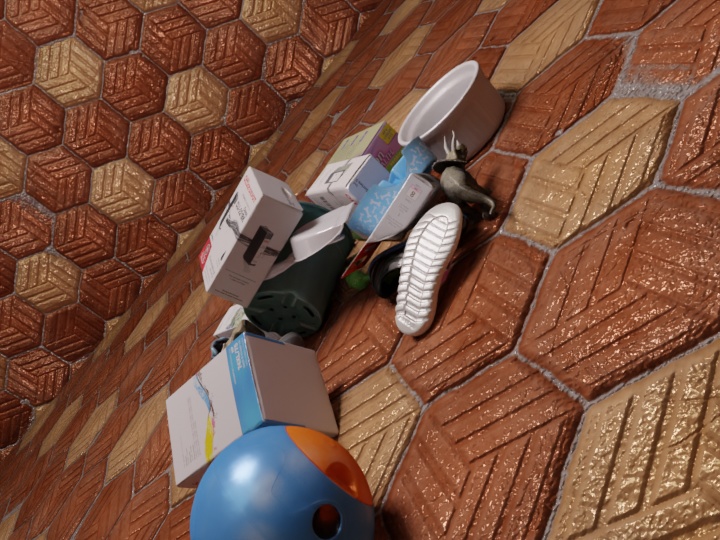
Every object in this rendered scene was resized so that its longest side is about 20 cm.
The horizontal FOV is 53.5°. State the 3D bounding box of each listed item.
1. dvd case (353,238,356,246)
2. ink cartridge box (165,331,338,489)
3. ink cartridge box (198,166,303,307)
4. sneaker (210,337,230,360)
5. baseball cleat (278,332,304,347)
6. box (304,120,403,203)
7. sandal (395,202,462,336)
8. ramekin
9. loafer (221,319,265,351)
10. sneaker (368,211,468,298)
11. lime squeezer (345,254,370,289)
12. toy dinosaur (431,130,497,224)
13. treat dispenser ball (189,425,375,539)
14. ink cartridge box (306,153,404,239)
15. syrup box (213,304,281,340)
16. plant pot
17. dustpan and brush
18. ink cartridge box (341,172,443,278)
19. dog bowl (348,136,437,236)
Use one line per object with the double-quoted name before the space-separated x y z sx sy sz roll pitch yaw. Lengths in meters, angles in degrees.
"dvd case" -0.130 -0.067 1.443 0.148 0.200 0.016 -34 39 37
"ink cartridge box" -0.165 0.216 1.052 0.200 0.146 0.147 -39 51 26
"ink cartridge box" -0.195 -0.061 1.247 0.200 0.083 0.144 -57 29 14
"sneaker" -0.272 0.173 1.474 0.200 0.095 0.080 -29 29 43
"baseball cleat" -0.127 0.196 1.209 0.106 0.070 0.201 -3 54 45
"box" -0.004 -0.214 1.576 0.176 0.097 0.200 -57 21 -18
"sandal" 0.100 -0.001 1.044 0.082 0.050 0.204 14 80 38
"ramekin" 0.172 -0.279 1.323 0.200 0.098 0.201 -41 23 21
"loafer" -0.208 0.147 1.259 0.068 0.075 0.200 -55 7 7
"sneaker" 0.094 -0.022 1.114 0.199 0.071 0.083 -39 40 29
"lime squeezer" 0.000 0.000 1.292 0.071 0.038 0.200 -53 20 -8
"toy dinosaur" 0.155 -0.124 1.092 0.077 0.102 0.200 -41 22 23
"treat dispenser ball" -0.084 0.272 0.778 0.201 0.201 0.201 -42 22 22
"ink cartridge box" 0.004 -0.134 1.355 0.084 0.145 0.200 -53 21 -13
"syrup box" -0.219 0.112 1.490 0.200 0.081 0.079 -23 32 51
"plant pot" -0.127 0.007 1.348 0.200 0.200 0.197 -31 36 42
"dustpan and brush" -0.094 -0.041 1.218 0.199 0.057 0.140 -22 16 13
"ink cartridge box" 0.060 -0.066 1.163 0.201 0.057 0.163 -60 -9 14
"dog bowl" 0.059 -0.135 1.204 0.200 0.049 0.112 -51 -8 -17
